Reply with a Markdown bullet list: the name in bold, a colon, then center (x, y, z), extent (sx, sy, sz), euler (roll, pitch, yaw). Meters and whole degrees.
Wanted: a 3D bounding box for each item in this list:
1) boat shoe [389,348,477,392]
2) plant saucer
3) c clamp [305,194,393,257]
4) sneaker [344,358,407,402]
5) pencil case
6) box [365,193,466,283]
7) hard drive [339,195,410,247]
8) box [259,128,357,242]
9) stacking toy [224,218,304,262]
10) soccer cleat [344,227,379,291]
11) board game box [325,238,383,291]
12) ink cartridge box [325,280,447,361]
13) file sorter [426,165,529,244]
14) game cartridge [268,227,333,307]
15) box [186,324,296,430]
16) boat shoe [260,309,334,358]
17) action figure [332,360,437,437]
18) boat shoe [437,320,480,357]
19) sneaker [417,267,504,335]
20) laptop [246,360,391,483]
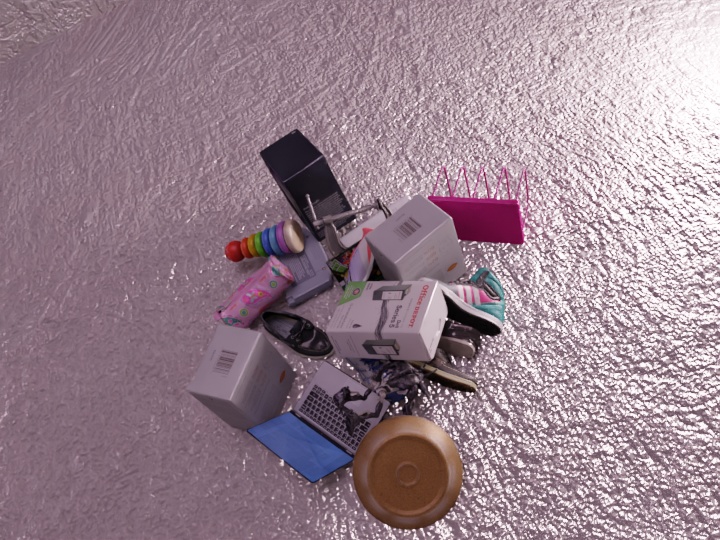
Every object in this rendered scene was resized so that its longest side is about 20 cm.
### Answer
- **boat shoe**: center (0.148, 0.185, 1.269), extent (0.200, 0.073, 0.065), euler (18, 69, 30)
- **plant saucer**: center (0.084, 0.363, 1.128), extent (0.200, 0.035, 0.200), euler (-1, 82, 4)
- **c clamp**: center (-0.013, -0.111, 1.462), extent (0.200, 0.027, 0.171), euler (-12, 92, -9)
- **sneaker**: center (0.017, 0.193, 1.303), extent (0.075, 0.088, 0.200), euler (-42, 54, -15)
- **pencil case**: center (-0.248, 0.058, 1.475), extent (0.200, 0.087, 0.087), euler (-43, 51, 4)
- **box**: center (0.122, -0.033, 1.345), extent (0.152, 0.200, 0.106), euler (-39, 53, -10)
- **hard drive**: center (0.064, -0.087, 1.526), extent (0.200, 0.027, 0.132), euler (-34, 52, -6)
- **box**: center (-0.132, -0.212, 1.557), extent (0.123, 0.198, 0.200), euler (-33, 39, -5)
- **stacking toy**: center (-0.243, -0.066, 1.553), extent (0.200, 0.085, 0.085), euler (-12, 52, 19)
- **soccer cleat**: center (0.000, 0.000, 1.418), extent (0.073, 0.068, 0.200), euler (34, 107, 29)
- **board game box**: center (0.030, -0.030, 1.457), extent (0.200, 0.105, 0.023), euler (-34, 12, -5)
- **ink cartridge box**: center (0.055, 0.096, 1.243), extent (0.200, 0.084, 0.146), euler (-2, 42, 27)
- **file sorter**: center (0.273, -0.155, 1.427), extent (0.200, 0.139, 0.125), euler (6, 57, 24)
- **game cartridge**: center (-0.145, -0.014, 1.545), extent (0.133, 0.040, 0.200), euler (-30, 51, 2)
- **box**: center (-0.236, 0.229, 1.297), extent (0.106, 0.200, 0.152), euler (8, 59, 23)
- **boat shoe**: center (-0.146, 0.135, 1.417), extent (0.199, 0.066, 0.075), euler (26, 67, 33)
- **action figure**: center (0.051, 0.236, 1.209), extent (0.200, 0.102, 0.119), euler (-21, 52, -18)
- **boat shoe**: center (0.154, 0.128, 1.319), extent (0.200, 0.067, 0.057), euler (15, 46, 23)
- **sneaker**: center (0.218, 0.038, 1.309), extent (0.200, 0.084, 0.121), euler (30, 58, -6)
- **laptop**: center (-0.080, 0.289, 1.246), extent (0.187, 0.116, 0.200), euler (27, 79, 33)
